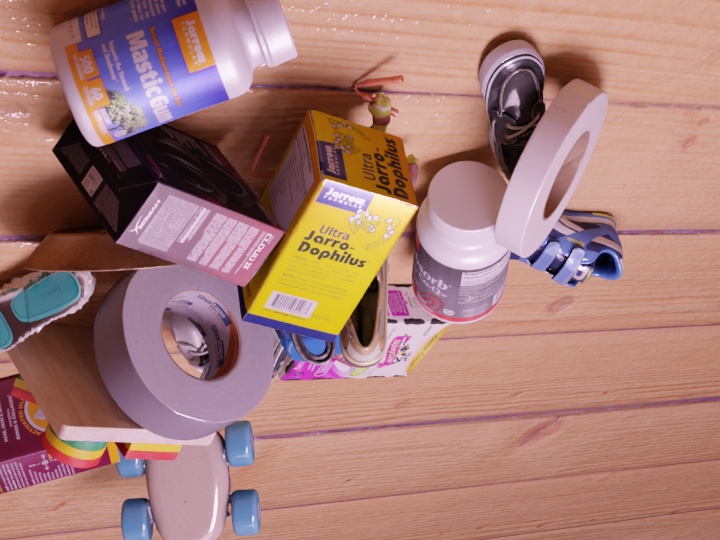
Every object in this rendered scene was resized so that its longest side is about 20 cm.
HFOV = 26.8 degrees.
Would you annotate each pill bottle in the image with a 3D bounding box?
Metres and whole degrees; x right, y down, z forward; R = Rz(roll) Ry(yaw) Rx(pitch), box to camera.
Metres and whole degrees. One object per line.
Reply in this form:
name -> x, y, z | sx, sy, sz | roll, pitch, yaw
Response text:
pill bottle -> -0.160, -0.192, 1.317 | 0.198, 0.113, 0.112 | -20, 151, 0
pill bottle -> 0.119, -0.033, 1.761 | 0.114, 0.117, 0.201 | -15, 150, -9

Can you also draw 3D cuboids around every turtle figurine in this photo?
turtle figurine -> -0.003, -0.122, 1.585 | 0.199, 0.065, 0.161 | -33, 149, 22

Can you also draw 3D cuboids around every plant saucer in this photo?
plant saucer -> -0.244, -0.026, 1.545 | 0.197, 0.036, 0.200 | -2, -175, 0

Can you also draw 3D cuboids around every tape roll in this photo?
tape roll -> 0.208, -0.111, 1.642 | 0.204, 0.037, 0.203 | -55, 164, -24
tape roll -> -0.192, 0.081, 1.663 | 0.199, 0.203, 0.066 | 6, 155, -39

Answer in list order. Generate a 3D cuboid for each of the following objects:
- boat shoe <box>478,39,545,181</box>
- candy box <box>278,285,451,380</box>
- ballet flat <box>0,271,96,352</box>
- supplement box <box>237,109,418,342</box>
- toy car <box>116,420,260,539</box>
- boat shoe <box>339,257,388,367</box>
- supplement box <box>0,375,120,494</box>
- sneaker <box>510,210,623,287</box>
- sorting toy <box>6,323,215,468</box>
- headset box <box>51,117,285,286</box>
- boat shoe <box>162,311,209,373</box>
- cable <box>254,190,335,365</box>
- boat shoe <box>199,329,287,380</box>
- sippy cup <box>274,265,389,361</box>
boat shoe -> 0.172, -0.166, 1.612 | 0.071, 0.072, 0.201 | -19, 151, -1
candy box -> 0.001, 0.080, 1.937 | 0.198, 0.062, 0.137 | -1, 145, -32
ballet flat -> -0.371, 0.044, 1.639 | 0.198, 0.072, 0.072 | -20, 152, 13
supplement box -> -0.039, -0.042, 1.529 | 0.108, 0.110, 0.201 | 14, 129, -23
toy car -> -0.229, 0.284, 2.091 | 0.182, 0.179, 0.200 | -6, 180, 1
boat shoe -> 0.000, 0.000, 1.648 | 0.071, 0.202, 0.076 | -9, 162, -3
supplement box -> -0.401, 0.192, 1.824 | 0.198, 0.111, 0.086 | -14, 151, -10
sneaker -> 0.250, -0.026, 1.890 | 0.198, 0.083, 0.074 | -1, 148, -28
sorting toy -> -0.296, 0.146, 1.707 | 0.197, 0.200, 0.070 | 8, 118, -40
headset box -> -0.177, -0.073, 1.458 | 0.199, 0.149, 0.077 | 20, 114, -49
boat shoe -> -0.190, 0.081, 1.809 | 0.070, 0.070, 0.201 | -19, 152, -1
cable -> -0.079, 0.006, 1.647 | 0.096, 0.203, 0.050 | -8, 174, -12
boat shoe -> -0.128, 0.111, 1.803 | 0.200, 0.075, 0.061 | -50, 161, -30
sippy cup -> -0.056, 0.029, 1.742 | 0.138, 0.131, 0.178 | -1, 147, -29
